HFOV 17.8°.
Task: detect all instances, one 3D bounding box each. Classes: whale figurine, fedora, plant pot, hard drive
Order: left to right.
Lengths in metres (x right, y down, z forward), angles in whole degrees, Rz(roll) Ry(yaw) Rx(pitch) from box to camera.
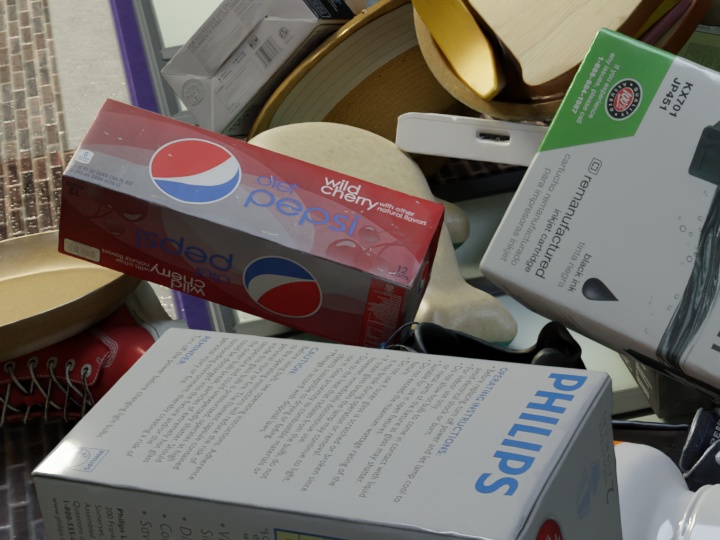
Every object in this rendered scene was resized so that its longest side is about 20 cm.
[{"bbox_3d":[-0.212,0.020,1.309,0.199,0.028,0.200,-12,15,3],"label":"plant pot"},{"bbox_3d":[0.000,0.000,1.349,0.159,0.104,0.200,-14,48,-42],"label":"whale figurine"},{"bbox_3d":[0.017,-0.102,1.500,0.200,0.201,0.082,-27,71,-34],"label":"fedora"},{"bbox_3d":[0.128,-0.075,1.423,0.131,0.026,0.200,9,5,31],"label":"hard drive"}]

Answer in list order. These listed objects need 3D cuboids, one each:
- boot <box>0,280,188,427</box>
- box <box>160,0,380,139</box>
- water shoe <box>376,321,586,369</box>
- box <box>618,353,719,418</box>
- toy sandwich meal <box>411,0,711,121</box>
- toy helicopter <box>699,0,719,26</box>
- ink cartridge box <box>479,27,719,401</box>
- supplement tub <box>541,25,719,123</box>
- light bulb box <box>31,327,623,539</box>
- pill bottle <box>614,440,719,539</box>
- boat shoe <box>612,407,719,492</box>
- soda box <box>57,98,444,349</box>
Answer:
[{"bbox_3d":[-0.161,0.070,1.264,0.144,0.073,0.200,-16,19,-15],"label":"boot"},{"bbox_3d":[-0.030,-0.149,1.534,0.060,0.117,0.200,52,27,15],"label":"box"},{"bbox_3d":[0.023,0.061,1.213,0.199,0.079,0.072,-3,26,11],"label":"water shoe"},{"bbox_3d":[0.212,0.003,1.306,0.157,0.050,0.200,-10,27,-6],"label":"box"},{"bbox_3d":[0.107,-0.176,1.351,0.204,0.206,0.070,10,-12,33],"label":"toy sandwich meal"},{"bbox_3d":[0.265,-0.136,1.287,0.199,0.079,0.132,14,31,38],"label":"toy helicopter"},{"bbox_3d":[0.184,-0.015,1.155,0.199,0.147,0.083,25,-4,30],"label":"ink cartridge box"},{"bbox_3d":[0.177,-0.162,1.486,0.145,0.146,0.200,14,8,37],"label":"supplement tub"},{"bbox_3d":[-0.002,0.142,0.922,0.199,0.199,0.125,6,31,24],"label":"light bulb box"},{"bbox_3d":[0.078,0.128,1.025,0.199,0.113,0.113,5,29,25],"label":"pill bottle"},{"bbox_3d":[0.171,0.100,1.104,0.199,0.068,0.072,3,28,21],"label":"boat shoe"},{"bbox_3d":[-0.060,-0.023,1.248,0.199,0.064,0.070,19,47,6],"label":"soda box"}]
